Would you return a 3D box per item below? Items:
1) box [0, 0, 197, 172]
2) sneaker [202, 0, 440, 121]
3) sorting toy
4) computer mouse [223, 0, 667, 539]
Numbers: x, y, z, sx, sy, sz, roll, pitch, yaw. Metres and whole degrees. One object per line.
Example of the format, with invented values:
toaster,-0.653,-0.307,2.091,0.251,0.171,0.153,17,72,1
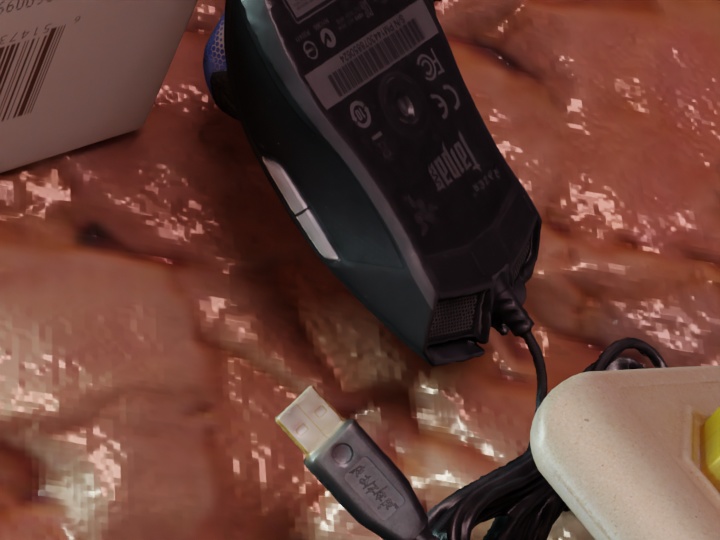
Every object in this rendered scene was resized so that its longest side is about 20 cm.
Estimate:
box,-0.159,-0.127,0.820,0.152,0.106,0.200,-21,63,-37
sneaker,-0.013,-0.124,0.920,0.089,0.079,0.200,11,50,15
sorting toy,0.154,0.092,0.786,0.185,0.036,0.200,51,26,20
computer mouse,0.000,0.000,0.804,0.200,0.046,0.140,56,43,-11
